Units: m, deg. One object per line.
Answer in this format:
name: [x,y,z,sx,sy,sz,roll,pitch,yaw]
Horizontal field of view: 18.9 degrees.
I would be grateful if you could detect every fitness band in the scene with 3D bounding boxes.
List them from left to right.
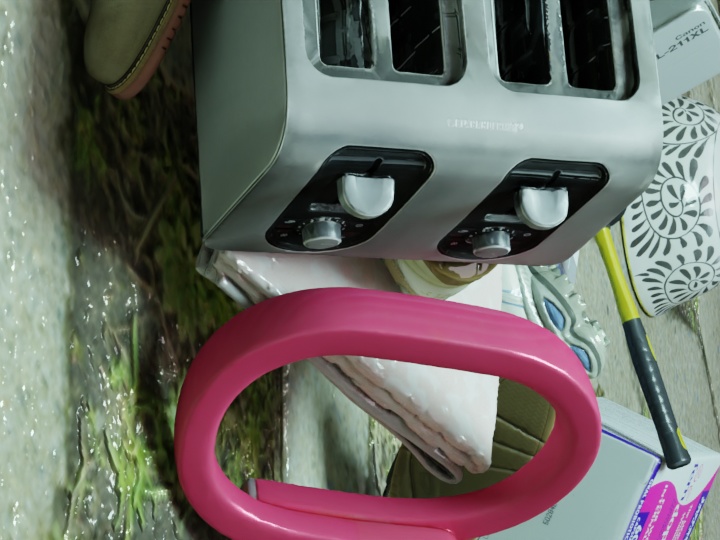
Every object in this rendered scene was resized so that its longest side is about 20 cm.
fitness band: [0.013,0.073,0.984,0.038,0.198,0.144,-104,-152,-51]

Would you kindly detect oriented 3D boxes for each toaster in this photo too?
toaster: [0.025,-0.108,0.929,0.119,0.179,0.202,145,-55,-61]

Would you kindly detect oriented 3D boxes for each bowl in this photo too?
bowl: [0.289,-0.062,1.834,0.200,0.093,0.203,-2,90,-69]

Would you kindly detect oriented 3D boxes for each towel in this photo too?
towel: [0.000,-0.020,1.047,0.200,0.032,0.192,41,38,-34]

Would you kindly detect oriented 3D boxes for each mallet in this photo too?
mallet: [0.168,0.025,1.339,0.066,0.041,0.202,2,68,-73]

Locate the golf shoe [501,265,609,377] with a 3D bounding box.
golf shoe: [0.054,-0.006,1.224,0.201,0.097,0.078,56,3,-7]

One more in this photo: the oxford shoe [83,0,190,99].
oxford shoe: [-0.100,-0.174,0.906,0.074,0.070,0.202,12,82,-29]

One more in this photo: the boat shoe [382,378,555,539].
boat shoe: [0.046,0.110,1.153,0.201,0.073,0.065,-62,-171,19]

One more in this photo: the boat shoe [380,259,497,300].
boat shoe: [-0.002,-0.078,1.010,0.073,0.063,0.202,-31,88,-28]

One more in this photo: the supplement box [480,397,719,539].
supplement box: [0.156,0.146,1.414,0.102,0.103,0.200,-68,160,5]

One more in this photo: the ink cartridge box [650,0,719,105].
ink cartridge box: [0.092,-0.167,1.163,0.083,0.145,0.201,41,23,-61]

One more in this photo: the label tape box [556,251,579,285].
label tape box: [0.090,-0.037,1.356,0.145,0.063,0.201,63,32,-46]
